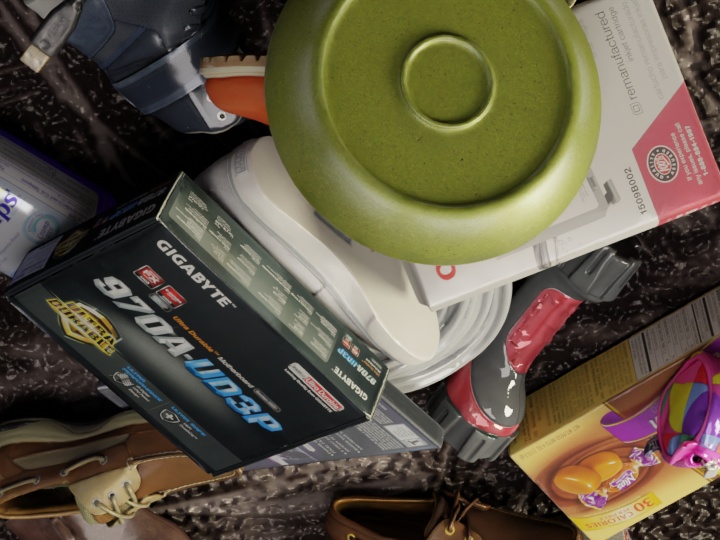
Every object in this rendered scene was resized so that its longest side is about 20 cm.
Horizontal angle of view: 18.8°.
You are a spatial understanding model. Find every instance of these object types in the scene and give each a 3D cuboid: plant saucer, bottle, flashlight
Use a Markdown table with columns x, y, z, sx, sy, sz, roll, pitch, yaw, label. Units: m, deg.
| x | y | z | sx | sy | sz | roll | pitch | yaw | label |
| --- | --- | --- | --- | --- | --- | --- | --- | --- | --- |
| 0.046 | -0.103 | 1.232 | 0.200 | 0.200 | 0.031 | 12 | 167 | -11 | plant saucer |
| -0.256 | -0.058 | 1.421 | 0.200 | 0.065 | 0.084 | 32 | 123 | -23 | bottle |
| 0.122 | 0.047 | 1.515 | 0.068 | 0.068 | 0.200 | 27 | 122 | -19 | flashlight |

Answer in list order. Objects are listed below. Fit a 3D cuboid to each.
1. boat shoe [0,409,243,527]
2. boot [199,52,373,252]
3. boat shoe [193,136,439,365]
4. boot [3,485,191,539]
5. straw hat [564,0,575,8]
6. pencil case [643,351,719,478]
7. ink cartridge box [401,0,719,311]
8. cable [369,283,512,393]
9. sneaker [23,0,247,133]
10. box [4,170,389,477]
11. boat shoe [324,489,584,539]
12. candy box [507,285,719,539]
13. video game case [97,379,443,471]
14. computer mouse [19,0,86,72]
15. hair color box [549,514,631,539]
| x | y | z | sx | sy | sz | roll | pitch | yaw | label |
| --- | --- | --- | --- | --- | --- | --- | --- | --- | --- |
| -0.176 | 0.147 | 1.540 | 0.200 | 0.074 | 0.076 | -6 | 148 | 25 | boat shoe |
| -0.006 | -0.069 | 1.282 | 0.200 | 0.075 | 0.107 | 15 | 96 | 0 | boot |
| -0.029 | -0.004 | 1.390 | 0.068 | 0.072 | 0.200 | -20 | 134 | 37 | boat shoe |
| -0.212 | 0.241 | 1.660 | 0.200 | 0.072 | 0.166 | -36 | 108 | 24 | boot |
| 0.037 | -0.198 | 1.310 | 0.201 | 0.202 | 0.085 | 14 | 169 | -12 | straw hat |
| 0.297 | 0.125 | 1.504 | 0.200 | 0.088 | 0.088 | 18 | 124 | -18 | pencil case |
| 0.106 | -0.075 | 1.356 | 0.200 | 0.083 | 0.147 | -22 | 92 | 0 | ink cartridge box |
| 0.000 | 0.000 | 1.475 | 0.200 | 0.069 | 0.200 | 32 | 118 | -23 | cable |
| -0.087 | -0.172 | 1.329 | 0.202 | 0.077 | 0.146 | -31 | 112 | 30 | sneaker |
| -0.104 | 0.040 | 1.391 | 0.159 | 0.046 | 0.200 | -23 | 123 | 40 | box |
| 0.067 | 0.201 | 1.610 | 0.200 | 0.072 | 0.068 | 0 | 123 | 15 | boat shoe |
| 0.218 | 0.104 | 1.568 | 0.200 | 0.057 | 0.117 | -31 | 123 | 20 | candy box |
| -0.063 | 0.097 | 1.510 | 0.200 | 0.019 | 0.143 | -9 | 146 | 32 | video game case |
| -0.227 | -0.164 | 1.319 | 0.200 | 0.141 | 0.046 | -41 | 156 | 20 | computer mouse |
| 0.156 | 0.271 | 1.599 | 0.111 | 0.200 | 0.064 | -15 | 126 | 9 | hair color box |
